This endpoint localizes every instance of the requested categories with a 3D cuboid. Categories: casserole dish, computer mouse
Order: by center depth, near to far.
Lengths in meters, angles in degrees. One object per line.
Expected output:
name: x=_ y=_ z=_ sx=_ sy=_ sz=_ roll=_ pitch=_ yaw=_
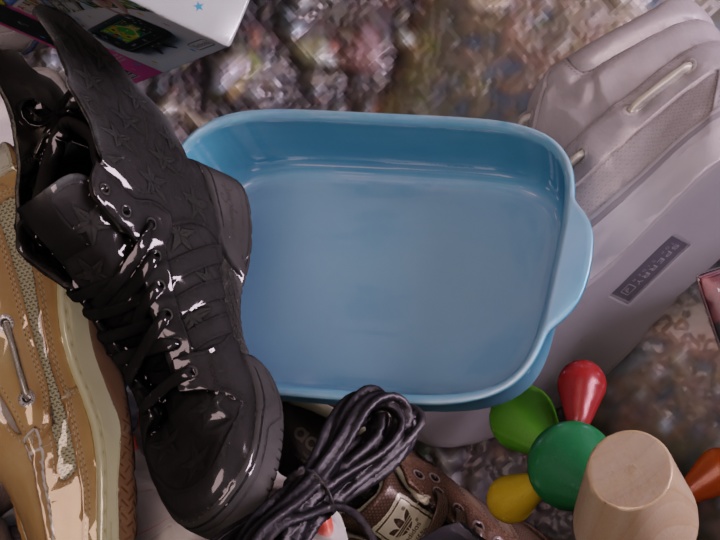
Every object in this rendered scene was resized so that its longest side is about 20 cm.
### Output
computer mouse: x=0.027 y=0.149 z=1.036 sx=0.046 sy=0.140 sz=0.201 roll=-21 pitch=103 yaw=48
casserole dish: x=0.000 y=0.000 z=1.135 sx=0.199 sy=0.039 sz=0.122 roll=4 pitch=67 yaw=23

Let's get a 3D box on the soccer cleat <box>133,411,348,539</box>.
soccer cleat: x=-0.057 y=0.111 z=1.138 sx=0.069 sy=0.200 sz=0.078 roll=-12 pitch=106 yaw=-25

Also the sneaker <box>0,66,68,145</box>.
sneaker: x=-0.207 y=-0.049 z=1.237 sx=0.199 sy=0.078 sz=0.100 roll=0 pitch=67 yaw=12

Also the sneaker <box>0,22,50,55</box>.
sneaker: x=-0.174 y=-0.180 z=1.219 sx=0.082 sy=0.075 sz=0.201 roll=-22 pitch=77 yaw=-33

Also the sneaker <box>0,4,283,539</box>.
sneaker: x=-0.089 y=0.000 z=1.076 sx=0.060 sy=0.104 sz=0.201 roll=-34 pitch=45 yaw=30

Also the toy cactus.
toy cactus: x=0.113 y=0.106 z=1.078 sx=0.102 sy=0.165 sz=0.201 roll=-22 pitch=62 yaw=-3

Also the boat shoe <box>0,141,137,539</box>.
boat shoe: x=-0.134 y=0.049 z=1.126 sx=0.076 sy=0.072 sz=0.201 roll=-2 pitch=71 yaw=-22

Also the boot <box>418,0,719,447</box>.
boot: x=0.084 y=-0.020 z=1.178 sx=0.200 sy=0.073 sz=0.096 roll=-40 pitch=50 yaw=16

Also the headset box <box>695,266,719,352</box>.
headset box: x=0.226 y=0.056 z=1.128 sx=0.148 sy=0.077 sz=0.201 roll=-20 pitch=80 yaw=8

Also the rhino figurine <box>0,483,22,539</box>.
rhino figurine: x=-0.167 y=0.173 z=1.186 sx=0.087 sy=0.060 sz=0.201 roll=1 pitch=111 yaw=-27

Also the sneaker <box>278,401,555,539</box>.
sneaker: x=0.023 y=0.114 z=1.163 sx=0.200 sy=0.076 sz=0.071 roll=35 pitch=91 yaw=13

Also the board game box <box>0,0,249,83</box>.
board game box: x=-0.147 y=-0.145 z=1.114 sx=0.199 sy=0.147 sz=0.065 roll=25 pitch=79 yaw=-16
